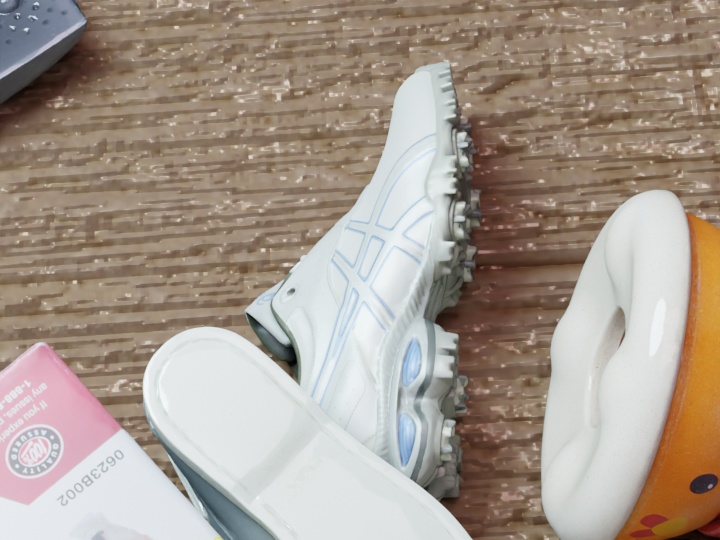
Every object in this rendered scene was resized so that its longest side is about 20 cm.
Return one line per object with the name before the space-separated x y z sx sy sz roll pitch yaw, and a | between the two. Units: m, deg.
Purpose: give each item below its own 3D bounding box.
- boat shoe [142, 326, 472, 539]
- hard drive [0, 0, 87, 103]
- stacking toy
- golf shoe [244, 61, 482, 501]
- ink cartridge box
boat shoe | -0.010 0.107 1.075 0.073 0.062 0.200 -39 79 -16
hard drive | -0.234 -0.099 1.225 0.200 0.042 0.135 -29 65 -12
stacking toy | 0.180 0.057 1.091 0.200 0.146 0.146 13 63 -8
golf shoe | 0.000 0.000 1.147 0.097 0.078 0.200 2 61 10
ink cartridge box | -0.108 0.152 1.044 0.145 0.083 0.200 -40 80 -16
